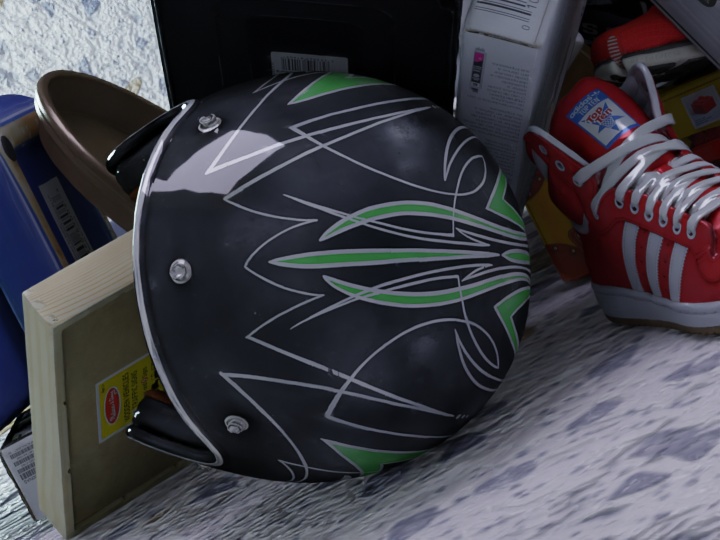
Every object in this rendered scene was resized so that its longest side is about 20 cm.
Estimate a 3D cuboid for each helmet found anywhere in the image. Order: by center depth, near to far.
[{"bbox_3d":[-0.021,0.003,0.962,0.200,0.200,0.191,-31,8,-27],"label":"helmet"}]

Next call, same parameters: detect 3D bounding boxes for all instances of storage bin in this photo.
[{"bbox_3d":[-0.020,-0.127,1.014,0.135,0.094,0.200,5,-23,3],"label":"storage bin"}]

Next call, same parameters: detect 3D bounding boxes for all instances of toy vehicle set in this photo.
[{"bbox_3d":[-0.110,0.049,1.120,0.124,0.027,0.200,-31,-29,-25],"label":"toy vehicle set"}]

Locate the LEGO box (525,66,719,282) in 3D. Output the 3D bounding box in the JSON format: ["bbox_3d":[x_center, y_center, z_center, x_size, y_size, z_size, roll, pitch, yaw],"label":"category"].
[{"bbox_3d":[0.200,-0.082,1.171,0.200,0.077,0.149,-23,9,29],"label":"LEGO box"}]

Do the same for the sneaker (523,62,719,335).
[{"bbox_3d":[0.139,-0.036,0.955,0.071,0.113,0.200,-30,9,-20],"label":"sneaker"}]

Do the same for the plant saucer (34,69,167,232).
[{"bbox_3d":[-0.114,-0.051,1.313,0.029,0.200,0.200,-54,1,15],"label":"plant saucer"}]

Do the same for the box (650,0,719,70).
[{"bbox_3d":[0.217,-0.132,1.020,0.117,0.200,0.060,-31,-27,-22],"label":"box"}]

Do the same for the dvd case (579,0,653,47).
[{"bbox_3d":[0.175,-0.159,1.290,0.150,0.025,0.200,12,-13,11],"label":"dvd case"}]

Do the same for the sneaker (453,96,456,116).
[{"bbox_3d":[0.000,0.000,1.141,0.201,0.076,0.115,-53,4,16],"label":"sneaker"}]

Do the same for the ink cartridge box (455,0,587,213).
[{"bbox_3d":[0.086,-0.136,1.063,0.200,0.043,0.197,96,-168,-62],"label":"ink cartridge box"}]

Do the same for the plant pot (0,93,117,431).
[{"bbox_3d":[-0.247,0.007,1.308,0.179,0.200,0.200,-25,7,9],"label":"plant pot"}]

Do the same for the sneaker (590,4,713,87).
[{"bbox_3d":[0.178,-0.153,1.108,0.200,0.085,0.077,-33,10,-35],"label":"sneaker"}]

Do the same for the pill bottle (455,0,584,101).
[{"bbox_3d":[0.034,-0.073,1.238,0.200,0.114,0.114,-57,0,16],"label":"pill bottle"}]

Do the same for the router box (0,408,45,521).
[{"bbox_3d":[-0.112,0.071,1.301,0.200,0.051,0.149,-27,6,-2],"label":"router box"}]

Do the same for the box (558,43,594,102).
[{"bbox_3d":[0.055,-0.101,1.337,0.163,0.200,0.021,-41,46,20],"label":"box"}]

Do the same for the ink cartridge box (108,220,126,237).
[{"bbox_3d":[-0.108,-0.004,1.480,0.144,0.084,0.200,-28,-6,38],"label":"ink cartridge box"}]
